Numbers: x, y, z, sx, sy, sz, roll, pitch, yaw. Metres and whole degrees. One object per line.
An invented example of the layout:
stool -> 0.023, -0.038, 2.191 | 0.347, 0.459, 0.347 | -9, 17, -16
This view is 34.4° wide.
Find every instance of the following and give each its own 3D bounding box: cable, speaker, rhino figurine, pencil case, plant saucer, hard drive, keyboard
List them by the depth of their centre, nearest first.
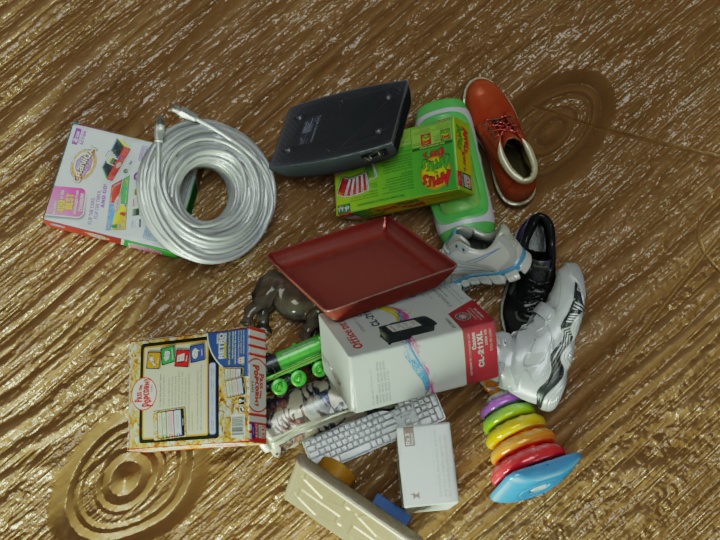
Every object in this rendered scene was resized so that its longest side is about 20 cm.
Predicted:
plant saucer -> 0.000, 0.000, 1.571 | 0.198, 0.199, 0.037 | -19, 120, -22
pencil case -> -0.049, 0.185, 1.576 | 0.198, 0.089, 0.079 | -22, 107, -5
keyboard -> 0.018, 0.218, 1.609 | 0.198, 0.011, 0.057 | -22, 78, -4
rhino figurine -> -0.062, 0.060, 1.620 | 0.198, 0.060, 0.088 | 15, 82, -1
cable -> -0.217, -0.109, 1.622 | 0.198, 0.069, 0.202 | 19, 78, -22
hard drive -> -0.025, -0.194, 1.628 | 0.198, 0.042, 0.136 | -9, 48, 29
speaker -> 0.133, -0.138, 1.651 | 0.087, 0.089, 0.202 | -11, 77, -2

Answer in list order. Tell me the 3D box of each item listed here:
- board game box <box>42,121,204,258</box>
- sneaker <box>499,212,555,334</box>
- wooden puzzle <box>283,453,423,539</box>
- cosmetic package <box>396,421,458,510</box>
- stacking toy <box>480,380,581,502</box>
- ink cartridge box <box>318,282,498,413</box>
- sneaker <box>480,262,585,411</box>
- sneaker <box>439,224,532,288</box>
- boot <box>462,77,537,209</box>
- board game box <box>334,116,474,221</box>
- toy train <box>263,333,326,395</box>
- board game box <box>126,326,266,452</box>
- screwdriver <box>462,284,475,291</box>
board game box -> -0.338, -0.116, 1.670 | 0.198, 0.040, 0.155 | 14, 78, 3
sneaker -> 0.236, 0.019, 1.613 | 0.075, 0.088, 0.203 | 3, 78, 1
wooden puzzle -> -0.008, 0.308, 1.495 | 0.184, 0.200, 0.046 | 34, 66, 8
cosmetic package -> 0.084, 0.258, 1.502 | 0.073, 0.200, 0.103 | -5, 78, -1
stacking toy -> 0.203, 0.203, 1.574 | 0.115, 0.110, 0.202 | -14, 66, -18
ink cartridge box -> 0.059, 0.097, 1.501 | 0.198, 0.146, 0.084 | -12, 114, -15
sneaker -> 0.228, 0.077, 1.545 | 0.114, 0.075, 0.202 | 14, 83, -3
sneaker -> 0.130, -0.019, 1.591 | 0.198, 0.087, 0.075 | -17, 33, 26
boot -> 0.203, -0.197, 1.654 | 0.074, 0.107, 0.202 | -21, 76, -3
board game box -> 0.057, -0.139, 1.619 | 0.198, 0.047, 0.103 | -11, 77, 32
toy train -> -0.046, 0.109, 1.579 | 0.198, 0.042, 0.057 | -22, 98, -10
board game box -> -0.222, 0.162, 1.563 | 0.198, 0.046, 0.153 | -7, 76, 26
screwdriver -> 0.138, 0.031, 1.619 | 0.199, 0.029, 0.028 | -29, 84, 8
